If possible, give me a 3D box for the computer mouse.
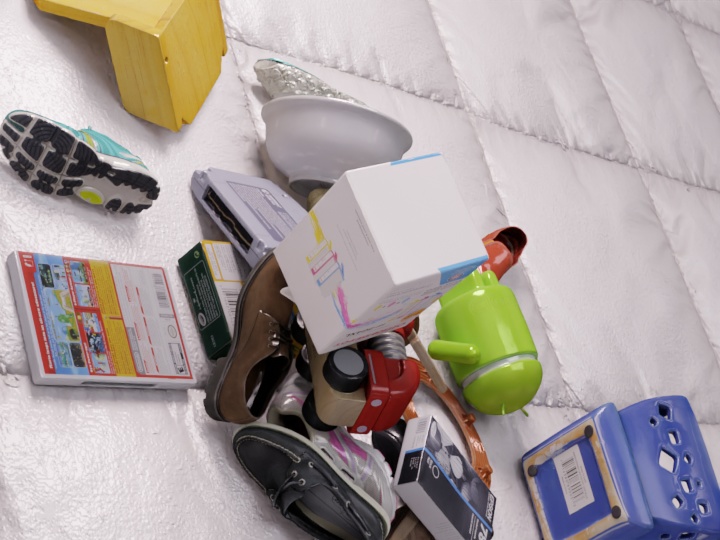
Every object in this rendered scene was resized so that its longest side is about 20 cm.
[{"bbox_3d":[0.099,0.256,1.681,0.139,0.046,0.202,-7,67,-50],"label":"computer mouse"}]

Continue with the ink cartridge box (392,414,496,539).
[{"bbox_3d":[0.109,0.269,1.594,0.201,0.039,0.100,53,34,-32],"label":"ink cartridge box"}]

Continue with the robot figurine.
[{"bbox_3d":[0.170,0.100,1.832,0.175,0.115,0.202,10,54,-55],"label":"robot figurine"}]

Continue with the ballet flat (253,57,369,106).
[{"bbox_3d":[-0.063,-0.225,1.873,0.198,0.072,0.073,20,47,-39],"label":"ballet flat"}]

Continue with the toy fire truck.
[{"bbox_3d":[0.029,0.105,1.552,0.197,0.129,0.178,8,45,-20],"label":"toy fire truck"}]

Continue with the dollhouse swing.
[{"bbox_3d":[-0.284,-0.293,1.693,0.201,0.173,0.184,-71,159,-50],"label":"dollhouse swing"}]

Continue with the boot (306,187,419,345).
[{"bbox_3d":[0.000,0.000,1.741,0.156,0.072,0.201,59,2,42],"label":"boot"}]

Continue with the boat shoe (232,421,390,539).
[{"bbox_3d":[-0.059,0.239,1.465,0.199,0.075,0.066,41,27,-4],"label":"boat shoe"}]

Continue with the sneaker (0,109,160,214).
[{"bbox_3d":[-0.310,-0.123,1.510,0.199,0.078,0.080,26,24,-41],"label":"sneaker"}]

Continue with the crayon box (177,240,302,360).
[{"bbox_3d":[-0.109,0.037,1.613,0.198,0.051,0.127,3,59,-47],"label":"crayon box"}]

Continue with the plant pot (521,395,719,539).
[{"bbox_3d":[0.334,0.287,1.810,0.178,0.200,0.202,9,55,-38],"label":"plant pot"}]

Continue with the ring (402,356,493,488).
[{"bbox_3d":[0.106,0.191,1.722,0.201,0.019,0.201,48,21,-24],"label":"ring"}]

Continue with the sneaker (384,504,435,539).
[{"bbox_3d":[0.033,0.332,1.524,0.076,0.070,0.200,59,37,-5],"label":"sneaker"}]

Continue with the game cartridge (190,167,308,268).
[{"bbox_3d":[-0.106,-0.052,1.632,0.132,0.041,0.200,6,30,-38],"label":"game cartridge"}]

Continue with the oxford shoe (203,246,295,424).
[{"bbox_3d":[-0.096,0.072,1.492,0.072,0.084,0.203,28,73,-44],"label":"oxford shoe"}]

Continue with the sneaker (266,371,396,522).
[{"bbox_3d":[-0.041,0.211,1.535,0.201,0.081,0.088,52,36,10],"label":"sneaker"}]

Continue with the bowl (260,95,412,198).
[{"bbox_3d":[-0.038,-0.142,1.754,0.200,0.200,0.092,22,74,-38],"label":"bowl"}]

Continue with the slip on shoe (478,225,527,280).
[{"bbox_3d":[0.185,-0.014,1.991,0.075,0.061,0.200,55,36,-2],"label":"slip on shoe"}]

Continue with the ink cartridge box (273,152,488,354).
[{"bbox_3d":[0.013,-0.011,1.427,0.127,0.200,0.127,-15,73,-35],"label":"ink cartridge box"}]

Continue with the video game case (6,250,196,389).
[{"bbox_3d":[-0.267,0.054,1.444,0.198,0.017,0.145,8,56,-47],"label":"video game case"}]
